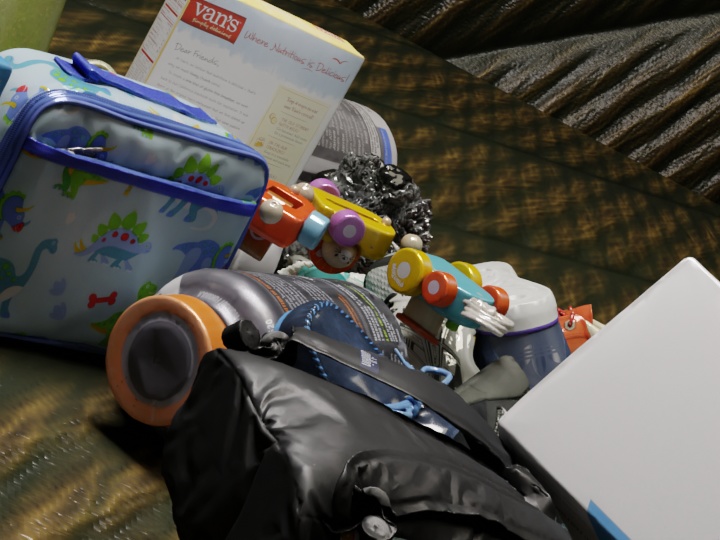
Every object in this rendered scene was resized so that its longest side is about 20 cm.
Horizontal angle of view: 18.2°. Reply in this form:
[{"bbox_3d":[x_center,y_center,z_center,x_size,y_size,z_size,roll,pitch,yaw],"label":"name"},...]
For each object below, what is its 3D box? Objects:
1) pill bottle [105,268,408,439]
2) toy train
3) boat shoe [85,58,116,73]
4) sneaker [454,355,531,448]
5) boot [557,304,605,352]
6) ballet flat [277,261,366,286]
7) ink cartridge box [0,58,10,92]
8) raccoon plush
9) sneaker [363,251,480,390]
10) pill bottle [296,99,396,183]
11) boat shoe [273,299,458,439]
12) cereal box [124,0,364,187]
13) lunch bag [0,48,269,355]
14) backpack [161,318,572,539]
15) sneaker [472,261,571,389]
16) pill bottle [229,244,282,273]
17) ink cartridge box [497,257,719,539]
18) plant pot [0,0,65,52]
[{"bbox_3d":[-0.062,0.053,1.290,0.106,0.107,0.200,36,14,26],"label":"pill bottle"},{"bbox_3d":[0.000,0.000,1.420,0.199,0.056,0.150,30,13,0],"label":"toy train"},{"bbox_3d":[-0.209,-0.128,1.720,0.072,0.066,0.201,33,3,-7],"label":"boat shoe"},{"bbox_3d":[0.069,0.131,1.349,0.114,0.076,0.199,53,31,7],"label":"sneaker"},{"bbox_3d":[0.125,0.058,1.710,0.199,0.108,0.075,27,14,-8],"label":"boot"},{"bbox_3d":[-0.025,0.035,1.578,0.072,0.072,0.200,36,11,25],"label":"ballet flat"},{"bbox_3d":[-0.321,-0.098,1.164,0.200,0.146,0.147,15,19,-48],"label":"ink cartridge box"},{"bbox_3d":[0.001,0.006,1.729,0.097,0.134,0.200,-12,-59,52],"label":"raccoon plush"},{"bbox_3d":[0.030,0.056,1.493,0.087,0.076,0.200,10,36,-30],"label":"sneaker"},{"bbox_3d":[-0.071,-0.099,1.819,0.114,0.114,0.200,39,15,35],"label":"pill bottle"},{"bbox_3d":[0.032,0.094,1.234,0.200,0.068,0.084,51,46,-17],"label":"boat shoe"},{"bbox_3d":[-0.105,-0.094,1.552,0.143,0.201,0.040,22,14,-32],"label":"cereal box"},{"bbox_3d":[-0.158,-0.036,1.296,0.200,0.161,0.082,17,17,-48],"label":"lunch bag"},{"bbox_3d":[0.007,0.129,1.112,0.199,0.127,0.167,22,26,-35],"label":"backpack"},{"bbox_3d":[0.097,0.078,1.587,0.080,0.147,0.200,-14,11,-15],"label":"sneaker"},{"bbox_3d":[-0.154,-0.044,1.450,0.199,0.114,0.114,25,13,-23],"label":"pill bottle"},{"bbox_3d":[0.178,0.127,1.235,0.147,0.146,0.200,45,-15,25],"label":"ink cartridge box"},{"bbox_3d":[-0.286,-0.197,1.582,0.200,0.185,0.200,29,13,-7],"label":"plant pot"}]
